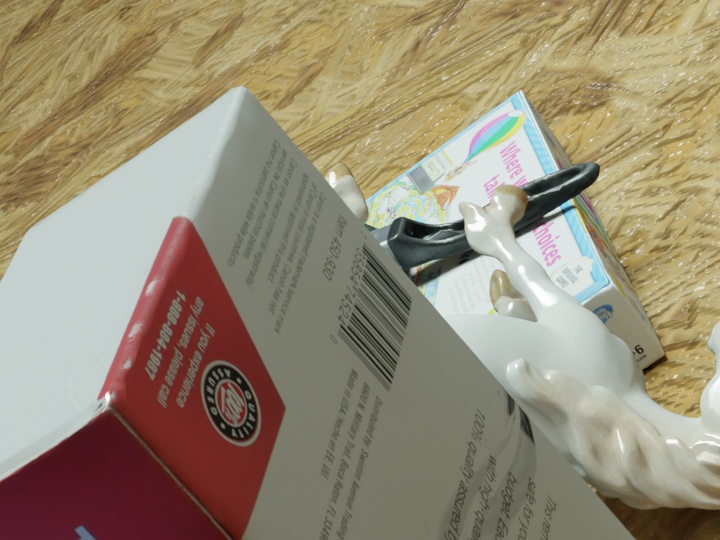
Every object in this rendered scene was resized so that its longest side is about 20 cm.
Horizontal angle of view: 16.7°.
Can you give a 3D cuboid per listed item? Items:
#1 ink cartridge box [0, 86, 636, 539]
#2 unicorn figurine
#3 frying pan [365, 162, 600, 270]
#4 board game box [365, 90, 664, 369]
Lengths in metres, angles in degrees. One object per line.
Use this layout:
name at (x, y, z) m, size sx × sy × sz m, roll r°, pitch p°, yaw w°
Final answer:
ink cartridge box at (-0.009, 0.078, 0.612) m, size 0.083 × 0.200 × 0.147 m, roll -31°, pitch 21°, yaw 26°
unicorn figurine at (0.044, 0.025, 0.734) m, size 0.199 × 0.074 × 0.138 m, roll -11°, pitch 40°, yaw -11°
frying pan at (-0.009, 0.012, 0.890) m, size 0.190 × 0.031 × 0.115 m, roll -19°, pitch 30°, yaw 47°
board game box at (0.029, 0.015, 0.904) m, size 0.134 × 0.034 × 0.200 m, roll -35°, pitch 21°, yaw 10°
